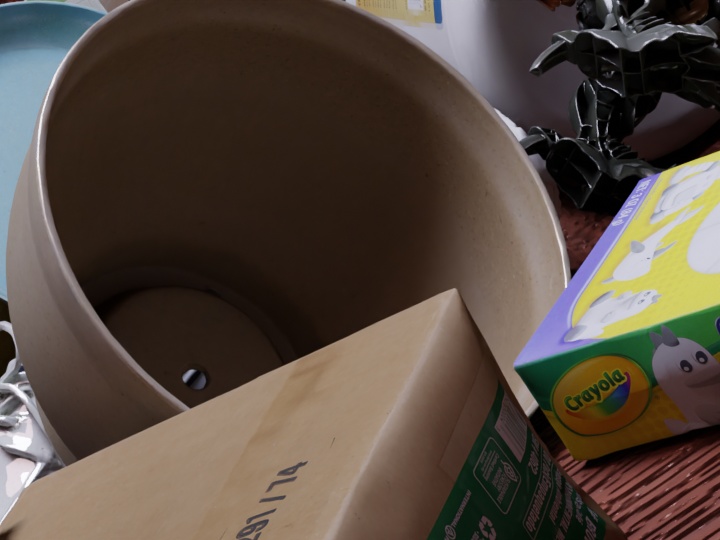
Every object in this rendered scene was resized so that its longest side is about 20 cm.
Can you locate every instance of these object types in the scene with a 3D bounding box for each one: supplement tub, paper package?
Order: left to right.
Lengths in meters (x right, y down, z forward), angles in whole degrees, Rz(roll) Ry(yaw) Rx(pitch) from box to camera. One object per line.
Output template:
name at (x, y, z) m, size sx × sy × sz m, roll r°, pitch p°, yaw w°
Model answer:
paper package at (-0.040, 0.123, 0.640) m, size 0.190 × 0.104 × 0.200 m, roll -25°, pitch 18°, yaw 29°
supplement tub at (0.079, -0.124, 1.030) m, size 0.144 × 0.145 × 0.200 m, roll -37°, pitch 17°, yaw -9°

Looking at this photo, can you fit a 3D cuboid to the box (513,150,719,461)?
box at (0.153, -0.009, 0.732) m, size 0.199 × 0.048 × 0.117 m, roll -18°, pitch 24°, yaw 41°

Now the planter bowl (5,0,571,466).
planter bowl at (-0.043, 0.016, 0.836) m, size 0.200 × 0.200 × 0.135 m, roll -50°, pitch 0°, yaw -43°

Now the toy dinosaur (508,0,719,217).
toy dinosaur at (0.112, -0.091, 0.889) m, size 0.199 × 0.102 × 0.136 m, roll -3°, pitch 45°, yaw 21°

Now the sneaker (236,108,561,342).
sneaker at (0.000, 0.000, 0.947) m, size 0.099 × 0.078 × 0.200 m, roll -36°, pitch 4°, yaw -41°

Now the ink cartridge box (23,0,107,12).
ink cartridge box at (-0.171, -0.108, 1.381) m, size 0.145 × 0.200 × 0.048 m, roll -23°, pitch 20°, yaw 34°

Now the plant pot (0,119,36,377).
plant pot at (-0.206, -0.020, 1.293) m, size 0.199 × 0.188 × 0.187 m, roll -25°, pitch 13°, yaw -16°

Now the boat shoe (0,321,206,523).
boat shoe at (-0.124, 0.061, 0.891) m, size 0.074 × 0.086 × 0.202 m, roll -19°, pitch 21°, yaw 42°

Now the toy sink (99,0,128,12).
toy sink at (-0.203, -0.114, 1.627) m, size 0.130 × 0.112 × 0.200 m, roll -33°, pitch 11°, yaw 6°

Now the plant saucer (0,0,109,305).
plant saucer at (-0.152, -0.053, 1.227) m, size 0.200 × 0.200 × 0.027 m, roll -48°, pitch -2°, yaw -39°
